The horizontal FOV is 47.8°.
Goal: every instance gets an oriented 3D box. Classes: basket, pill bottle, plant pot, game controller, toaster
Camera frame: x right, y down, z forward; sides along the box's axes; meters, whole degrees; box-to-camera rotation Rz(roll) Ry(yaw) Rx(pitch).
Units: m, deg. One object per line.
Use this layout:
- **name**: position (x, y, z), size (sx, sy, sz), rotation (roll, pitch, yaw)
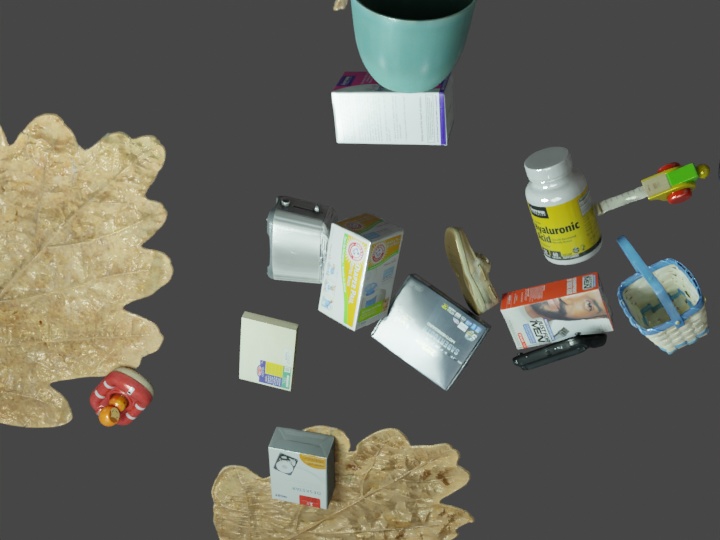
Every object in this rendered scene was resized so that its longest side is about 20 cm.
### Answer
- **basket**: position (0.551, 0.040, 1.511), size (0.139, 0.177, 0.200), rotation (-36, 124, 17)
- **pill bottle**: position (0.364, -0.119, 1.478), size (0.111, 0.111, 0.200), rotation (-12, 120, 22)
- **plant pot**: position (0.082, -0.387, 1.315), size (0.200, 0.201, 0.161), rotation (10, 139, 8)
- **game controller**: position (0.405, 0.162, 1.661), size (0.200, 0.104, 0.042), rotation (-30, 74, 52)
- **toaster**: position (-0.118, -0.052, 1.656), size (0.129, 0.114, 0.200), rotation (9, 124, 6)

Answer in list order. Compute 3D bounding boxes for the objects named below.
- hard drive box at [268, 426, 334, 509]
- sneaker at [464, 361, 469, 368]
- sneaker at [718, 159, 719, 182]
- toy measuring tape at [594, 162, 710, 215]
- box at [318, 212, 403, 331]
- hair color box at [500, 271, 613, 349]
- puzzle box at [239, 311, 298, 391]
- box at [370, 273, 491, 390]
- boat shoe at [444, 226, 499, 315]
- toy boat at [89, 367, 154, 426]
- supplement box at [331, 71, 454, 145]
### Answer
- **hard drive box**: position (-0.149, 0.508, 2.091), size (0.155, 0.077, 0.200), rotation (8, 127, 10)
- **sneaker**: position (0.160, 0.143, 1.733), size (0.200, 0.091, 0.078), rotation (31, 129, -7)
- **sneaker**: position (0.658, -0.226, 1.347), size (0.082, 0.070, 0.200), rotation (14, 129, 9)
- **toy measuring tape**: position (0.520, -0.139, 1.445), size (0.200, 0.074, 0.074), rotation (-23, 116, 24)
- **box**: position (0.000, 0.000, 1.621), size (0.101, 0.112, 0.200), rotation (28, 120, 32)
- **hair color box**: position (0.397, 0.084, 1.646), size (0.200, 0.064, 0.111), rotation (-16, 119, 23)
- **puzzle box**: position (-0.218, 0.192, 1.913), size (0.133, 0.025, 0.200), rotation (13, 127, 5)
- **box**: position (0.144, 0.125, 1.676), size (0.200, 0.051, 0.158), rotation (36, 103, 15)
- **boat shoe**: position (0.226, -0.007, 1.631), size (0.065, 0.072, 0.200), rotation (-27, 112, -10)
- **toy boat**: position (-0.617, 0.339, 2.061), size (0.130, 0.131, 0.200), rotation (38, 126, -13)
- **supplement box**: position (0.059, -0.289, 1.444), size (0.200, 0.101, 0.104), rotation (2, 125, 13)
